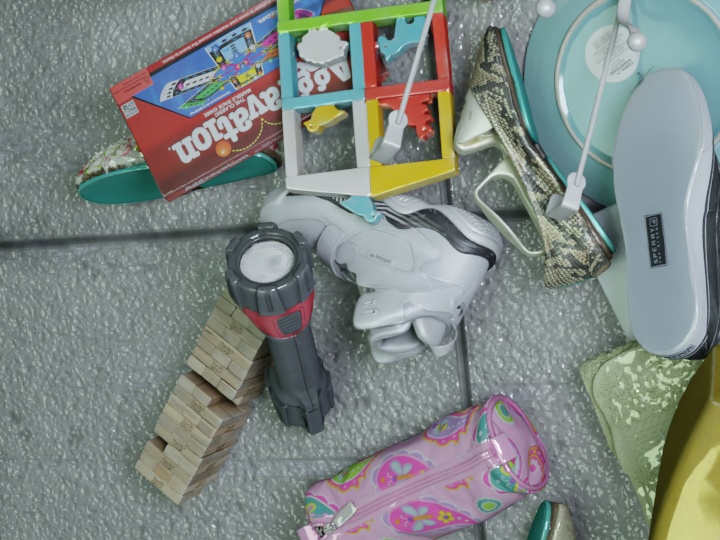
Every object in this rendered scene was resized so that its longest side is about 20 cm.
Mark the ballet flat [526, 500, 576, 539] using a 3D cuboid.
[{"bbox_3d":[0.142,0.265,1.265,0.062,0.067,0.200,15,112,-4],"label":"ballet flat"}]

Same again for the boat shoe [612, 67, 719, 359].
[{"bbox_3d":[0.224,-0.038,1.132,0.074,0.068,0.200,-14,75,38],"label":"boat shoe"}]

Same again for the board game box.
[{"bbox_3d":[-0.087,-0.146,1.279,0.200,0.019,0.103,-29,78,5],"label":"board game box"}]

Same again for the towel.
[{"bbox_3d":[0.267,0.094,1.161,0.200,0.036,0.149,-27,91,23],"label":"towel"}]

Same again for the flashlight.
[{"bbox_3d":[-0.059,0.046,1.264,0.068,0.068,0.200,18,150,17],"label":"flashlight"}]

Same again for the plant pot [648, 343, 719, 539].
[{"bbox_3d":[0.280,0.158,1.054,0.195,0.194,0.200,4,108,12],"label":"plant pot"}]

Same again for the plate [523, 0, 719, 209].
[{"bbox_3d":[0.206,-0.136,1.173,0.200,0.026,0.200,6,102,27],"label":"plate"}]

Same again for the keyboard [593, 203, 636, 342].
[{"bbox_3d":[0.221,0.045,1.199,0.056,0.011,0.200,-26,90,34],"label":"keyboard"}]

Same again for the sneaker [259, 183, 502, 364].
[{"bbox_3d":[0.000,0.000,1.250,0.200,0.075,0.115,11,66,22],"label":"sneaker"}]

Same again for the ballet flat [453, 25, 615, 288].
[{"bbox_3d":[0.111,-0.078,1.188,0.075,0.068,0.200,-26,81,8],"label":"ballet flat"}]

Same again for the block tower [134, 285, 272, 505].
[{"bbox_3d":[-0.117,0.096,1.367,0.058,0.054,0.200,37,113,17],"label":"block tower"}]

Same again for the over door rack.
[{"bbox_3d":[0.110,-0.148,1.111,0.148,0.067,0.200,18,88,-10],"label":"over door rack"}]

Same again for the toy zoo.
[{"bbox_3d":[0.005,-0.133,1.236,0.131,0.020,0.200,-6,81,13],"label":"toy zoo"}]

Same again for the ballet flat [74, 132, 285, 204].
[{"bbox_3d":[-0.144,-0.099,1.350,0.200,0.076,0.064,-8,64,24],"label":"ballet flat"}]

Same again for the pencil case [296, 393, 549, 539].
[{"bbox_3d":[0.047,0.169,1.276,0.200,0.087,0.088,-28,85,28],"label":"pencil case"}]
